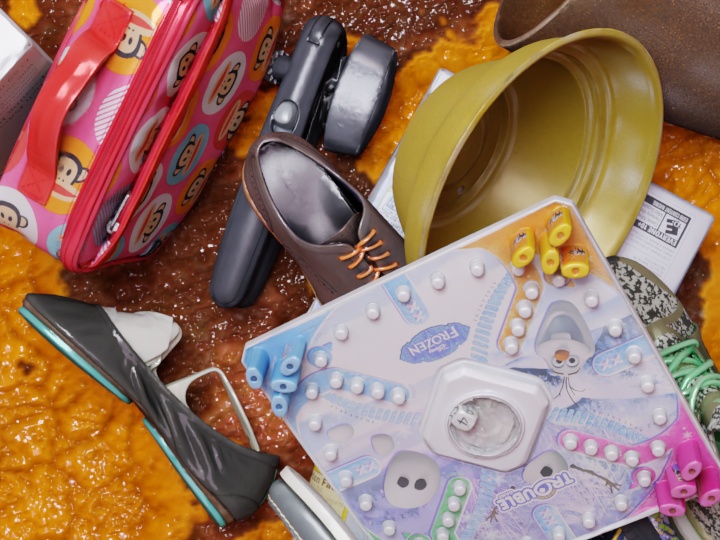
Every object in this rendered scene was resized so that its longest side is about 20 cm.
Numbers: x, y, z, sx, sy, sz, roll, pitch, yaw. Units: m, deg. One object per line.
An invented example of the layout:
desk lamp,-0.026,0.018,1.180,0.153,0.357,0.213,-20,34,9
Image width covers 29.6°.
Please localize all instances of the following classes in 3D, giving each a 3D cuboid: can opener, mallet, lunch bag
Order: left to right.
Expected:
lunch bag,-0.134,-0.099,0.803,0.082,0.176,0.200,31,103,11
can opener,-0.049,-0.068,0.875,0.079,0.063,0.200,26,89,23
mallet,0.185,0.204,0.809,0.066,0.041,0.200,-46,113,-13

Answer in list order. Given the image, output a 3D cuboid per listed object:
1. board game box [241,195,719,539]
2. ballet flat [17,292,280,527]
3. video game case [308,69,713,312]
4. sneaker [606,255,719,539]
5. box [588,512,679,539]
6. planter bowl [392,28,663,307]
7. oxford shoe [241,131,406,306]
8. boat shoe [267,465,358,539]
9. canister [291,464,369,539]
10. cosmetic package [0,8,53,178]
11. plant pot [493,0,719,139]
board game box,0.067,0.084,0.736,0.200,0.026,0.200,-26,113,18
ballet flat,-0.128,0.074,0.872,0.068,0.068,0.200,-44,99,-12
video game case,0.094,-0.001,0.877,0.200,0.045,0.182,29,86,1
sneaker,0.198,0.075,0.795,0.077,0.089,0.200,-26,82,-18
box,0.151,0.230,0.866,0.070,0.064,0.200,34,88,1
planter bowl,0.079,-0.057,0.787,0.083,0.200,0.201,34,86,38
oxford shoe,0.000,0.000,0.809,0.071,0.073,0.200,-45,89,-3
boat shoe,-0.003,0.206,0.778,0.062,0.073,0.200,-33,95,-4
canister,0.016,0.206,0.855,0.148,0.087,0.200,18,89,0
cosmetic package,-0.230,-0.103,0.805,0.102,0.200,0.074,-45,89,-2
plant pot,0.217,-0.161,0.843,0.200,0.187,0.187,33,87,-14
